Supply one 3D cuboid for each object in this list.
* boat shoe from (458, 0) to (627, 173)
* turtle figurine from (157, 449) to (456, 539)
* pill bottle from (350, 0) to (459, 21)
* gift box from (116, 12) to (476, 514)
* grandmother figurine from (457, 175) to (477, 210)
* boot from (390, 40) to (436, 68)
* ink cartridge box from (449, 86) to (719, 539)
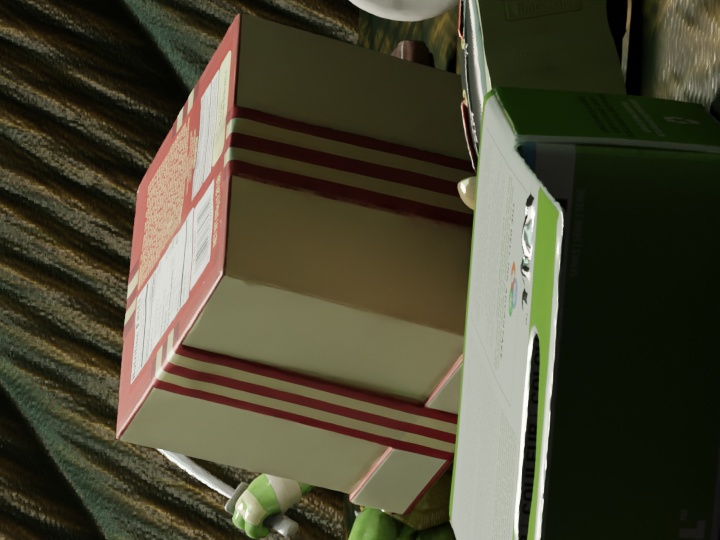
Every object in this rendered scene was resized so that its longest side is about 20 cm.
[{"bbox_3d":[0.069,-0.118,1.091,0.063,0.073,0.203,-159,68,-79],"label":"boat shoe"},{"bbox_3d":[0.005,0.153,1.525,0.144,0.199,0.195,47,-153,-42],"label":"turtle figurine"},{"bbox_3d":[0.025,-0.222,1.757,0.200,0.110,0.112,-100,13,-77],"label":"pill bottle"},{"bbox_3d":[0.000,0.000,1.381,0.200,0.186,0.186,131,148,-53],"label":"gift box"},{"bbox_3d":[0.068,0.061,1.185,0.121,0.060,0.201,35,-130,-61],"label":"grandmother figurine"},{"bbox_3d":[0.026,-0.076,1.960,0.200,0.072,0.168,54,-143,-89],"label":"boot"},{"bbox_3d":[0.075,0.035,0.831,0.200,0.075,0.149,-105,19,-77],"label":"ink cartridge box"}]
